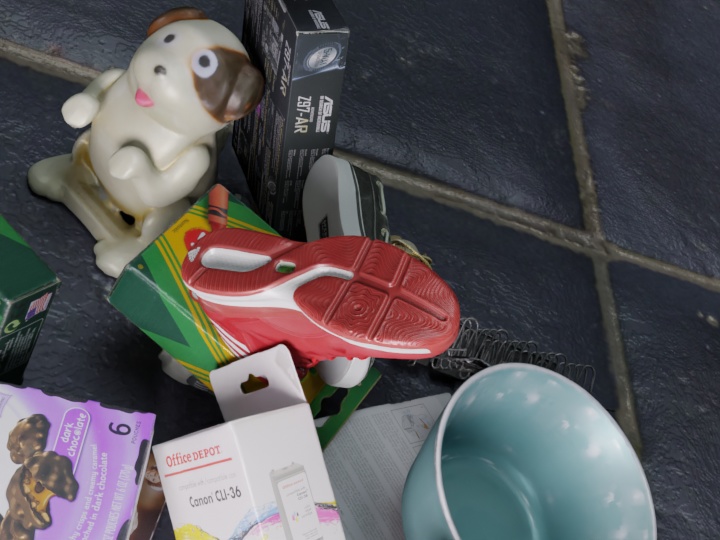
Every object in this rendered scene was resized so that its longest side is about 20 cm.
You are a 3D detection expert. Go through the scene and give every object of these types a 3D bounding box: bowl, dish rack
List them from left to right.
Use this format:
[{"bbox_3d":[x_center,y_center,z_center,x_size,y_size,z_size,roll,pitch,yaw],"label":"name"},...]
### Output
[{"bbox_3d":[0.122,0.079,1.138,0.153,0.200,0.055,21,83,-14],"label":"dish rack"},{"bbox_3d":[0.110,0.180,1.005,0.200,0.105,0.201,18,54,-26],"label":"bowl"}]

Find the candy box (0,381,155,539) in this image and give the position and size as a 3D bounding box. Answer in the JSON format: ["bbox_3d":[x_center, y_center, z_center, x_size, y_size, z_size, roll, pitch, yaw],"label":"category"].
[{"bbox_3d":[-0.249,0.155,0.881,0.200,0.072,0.168,13,43,-6],"label":"candy box"}]

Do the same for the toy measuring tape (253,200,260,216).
[{"bbox_3d":[-0.060,-0.053,1.236,0.073,0.074,0.200,17,28,-17],"label":"toy measuring tape"}]

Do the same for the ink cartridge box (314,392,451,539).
[{"bbox_3d":[0.027,0.184,1.073,0.200,0.050,0.162,-5,53,-42],"label":"ink cartridge box"}]

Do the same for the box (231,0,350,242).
[{"bbox_3d":[-0.063,-0.146,1.123,0.043,0.200,0.160,-4,38,-18],"label":"box"}]

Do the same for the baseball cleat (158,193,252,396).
[{"bbox_3d":[-0.105,0.027,1.135,0.106,0.070,0.200,31,47,-17],"label":"baseball cleat"}]

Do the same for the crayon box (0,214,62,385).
[{"bbox_3d":[-0.313,-0.013,0.989,0.200,0.127,0.051,45,42,16],"label":"crayon box"}]

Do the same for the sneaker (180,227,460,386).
[{"bbox_3d":[-0.018,0.036,0.933,0.200,0.116,0.078,17,59,25],"label":"sneaker"}]

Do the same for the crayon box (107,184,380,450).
[{"bbox_3d":[-0.076,0.040,1.045,0.200,0.051,0.127,40,44,0],"label":"crayon box"}]

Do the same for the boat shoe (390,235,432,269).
[{"bbox_3d":[0.023,0.003,1.145,0.074,0.066,0.200,32,-2,-28],"label":"boat shoe"}]

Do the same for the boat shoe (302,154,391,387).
[{"bbox_3d":[0.000,0.000,1.027,0.064,0.071,0.200,17,51,-28],"label":"boat shoe"}]

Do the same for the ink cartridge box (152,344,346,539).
[{"bbox_3d":[-0.075,0.160,0.918,0.067,0.116,0.200,-11,82,-38],"label":"ink cartridge box"}]

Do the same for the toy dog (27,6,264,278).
[{"bbox_3d":[-0.156,-0.115,1.129,0.194,0.200,0.140,-16,60,-40],"label":"toy dog"}]

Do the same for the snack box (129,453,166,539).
[{"bbox_3d":[-0.189,0.200,0.933,0.072,0.024,0.200,24,42,-6],"label":"snack box"}]
